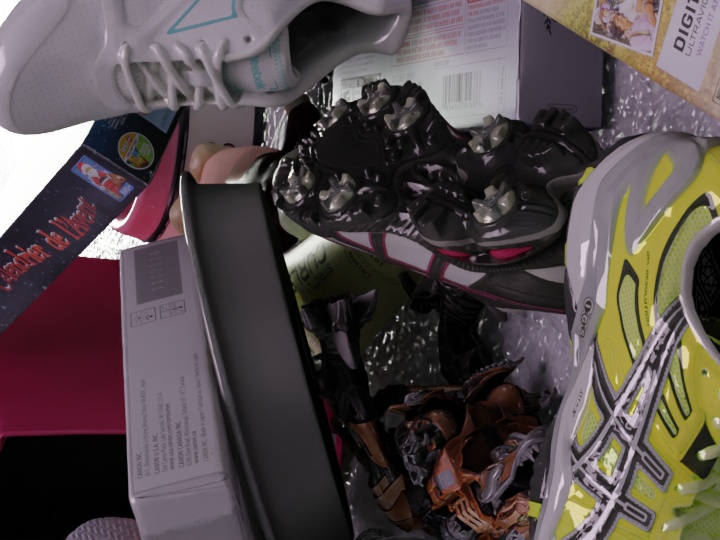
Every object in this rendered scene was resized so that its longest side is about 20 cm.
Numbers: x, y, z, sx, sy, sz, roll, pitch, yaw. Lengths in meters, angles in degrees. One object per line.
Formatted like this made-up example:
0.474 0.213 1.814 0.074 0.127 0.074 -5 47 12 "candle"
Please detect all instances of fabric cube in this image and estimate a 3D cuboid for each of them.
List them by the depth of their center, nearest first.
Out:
-0.141 0.122 0.952 0.200 0.198 0.198 -123 40 -56 "fabric cube"

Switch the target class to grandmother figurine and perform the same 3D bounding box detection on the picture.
-0.051 -0.046 0.923 0.200 0.060 0.123 12 88 65 "grandmother figurine"

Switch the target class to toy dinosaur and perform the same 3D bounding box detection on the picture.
0.027 0.071 0.697 0.199 0.102 0.137 -12 94 46 "toy dinosaur"

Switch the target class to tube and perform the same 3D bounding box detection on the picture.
0.000 0.000 0.805 0.200 0.051 0.059 137 134 -60 "tube"

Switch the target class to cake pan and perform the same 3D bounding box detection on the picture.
-0.042 0.047 0.752 0.200 0.036 0.202 164 90 -89 "cake pan"

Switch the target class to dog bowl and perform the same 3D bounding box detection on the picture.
-0.132 -0.108 1.097 0.200 0.073 0.203 -178 90 -68 "dog bowl"

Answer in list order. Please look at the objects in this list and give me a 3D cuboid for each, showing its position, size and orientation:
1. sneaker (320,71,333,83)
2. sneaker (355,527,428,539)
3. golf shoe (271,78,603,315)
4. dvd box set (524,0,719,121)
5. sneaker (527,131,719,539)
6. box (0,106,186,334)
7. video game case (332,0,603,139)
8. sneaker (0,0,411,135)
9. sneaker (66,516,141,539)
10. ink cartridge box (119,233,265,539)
-0.051 -0.130 0.882 0.200 0.086 0.081 -2 63 65 "sneaker"
0.027 0.204 0.710 0.089 0.076 0.202 -100 2 -80 "sneaker"
0.034 -0.020 0.642 0.077 0.088 0.199 -49 32 -12 "golf shoe"
0.097 -0.149 0.535 0.200 0.029 0.148 40 127 42 "dvd box set"
0.104 0.054 0.523 0.076 0.075 0.203 -177 86 -65 "sneaker"
-0.144 -0.062 0.831 0.200 0.038 0.138 -36 28 50 "box"
0.044 -0.151 0.711 0.200 0.045 0.184 -173 83 -67 "video game case"
-0.070 -0.103 0.692 0.071 0.199 0.081 76 168 -52 "sneaker"
-0.074 0.216 0.832 0.075 0.198 0.116 -51 -18 -54 "sneaker"
-0.067 0.107 0.734 0.201 0.044 0.178 -106 3 -59 "ink cartridge box"
